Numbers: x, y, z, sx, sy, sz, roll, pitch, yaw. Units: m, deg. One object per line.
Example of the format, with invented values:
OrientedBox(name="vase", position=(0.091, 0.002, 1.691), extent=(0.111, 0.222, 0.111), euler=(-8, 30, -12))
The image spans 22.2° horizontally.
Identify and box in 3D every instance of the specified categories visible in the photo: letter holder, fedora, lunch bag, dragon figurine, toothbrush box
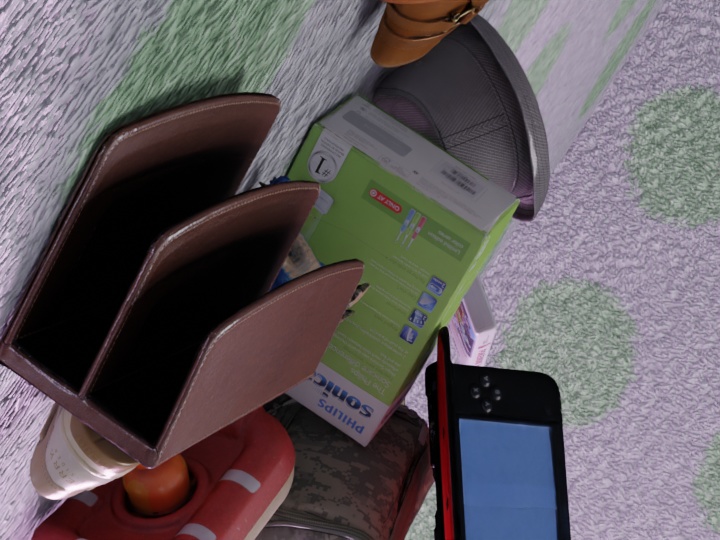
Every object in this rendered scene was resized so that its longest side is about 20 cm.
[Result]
OrientedBox(name="letter holder", position=(-0.072, -0.006, 0.947), extent=(0.143, 0.100, 0.200), euler=(-62, 166, 19))
OrientedBox(name="fedora", position=(0.065, -0.108, 1.389), extent=(0.090, 0.178, 0.200), euler=(-22, -163, -12))
OrientedBox(name="lunch bag", position=(-0.035, 0.185, 1.360), extent=(0.200, 0.167, 0.140), euler=(-63, 137, -61))
OrientedBox(name="dragon figurine", position=(-0.054, 0.005, 1.247), extent=(0.059, 0.100, 0.200), euler=(-40, 173, -20))
OrientedBox(name="toothbrush box", position=(0.000, 0.000, 1.323), extent=(0.201, 0.145, 0.086), euler=(-62, 171, 27))

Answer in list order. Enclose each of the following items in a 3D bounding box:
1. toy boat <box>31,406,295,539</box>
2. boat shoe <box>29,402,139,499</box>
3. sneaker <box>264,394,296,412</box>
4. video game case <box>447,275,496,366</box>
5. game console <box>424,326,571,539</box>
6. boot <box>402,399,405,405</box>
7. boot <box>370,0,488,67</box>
OrientedBox(name="toy boat", position=(-0.137, 0.135, 1.209), extent=(0.200, 0.130, 0.131), euler=(-52, 141, -40))
OrientedBox(name="boat shoe", position=(-0.130, 0.060, 1.051), extent=(0.065, 0.072, 0.200), euler=(-36, -167, 30))
OrientedBox(name="sneaker", position=(-0.104, 0.139, 1.513), extent=(0.200, 0.091, 0.066), euler=(-39, 139, 24))
OrientedBox(name="video game case", position=(0.072, -0.021, 1.605), extent=(0.023, 0.201, 0.182), euler=(-18, 167, -4))
OrientedBox(name="game console", position=(0.107, 0.156, 1.332), extent=(0.119, 0.171, 0.201), euler=(-28, -121, 56))
OrientedBox(name="boot", position=(-0.005, 0.082, 1.629), extent=(0.203, 0.073, 0.155), euler=(-35, -142, 59))
OrientedBox(name="boot", position=(0.041, -0.178, 1.158), extent=(0.200, 0.074, 0.155), euler=(-30, 170, -41))
